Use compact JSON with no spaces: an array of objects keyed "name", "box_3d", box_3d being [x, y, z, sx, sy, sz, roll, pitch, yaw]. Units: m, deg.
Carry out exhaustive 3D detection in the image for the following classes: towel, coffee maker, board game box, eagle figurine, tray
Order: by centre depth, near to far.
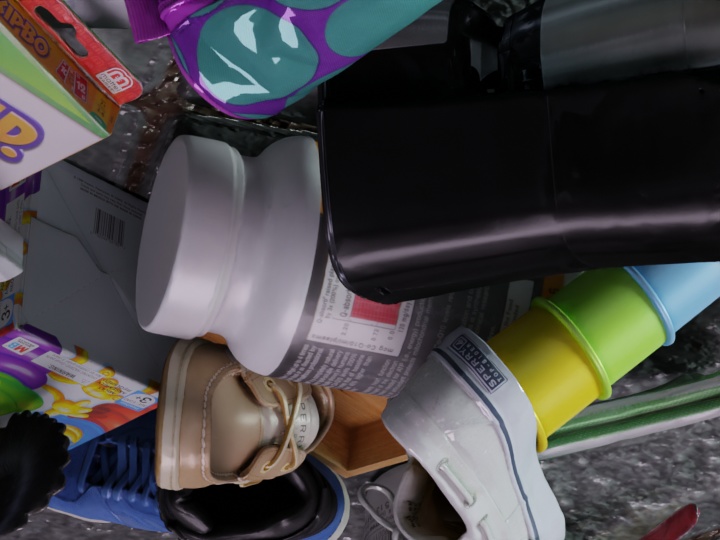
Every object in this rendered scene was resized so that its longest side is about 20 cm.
[{"name":"coffee maker","box_3d":[0.086,-0.039,1.226,0.199,0.193,0.135,-8,149,18]},{"name":"board game box","box_3d":[-0.199,-0.068,1.292,0.199,0.030,0.096,-26,125,28]},{"name":"eagle figurine","box_3d":[-0.220,0.153,1.420,0.199,0.151,0.152,2,140,17]},{"name":"board game box","box_3d":[-0.192,0.036,1.471,0.105,0.104,0.200,26,143,-36]},{"name":"towel","box_3d":[0.123,0.076,1.485,0.152,0.024,0.200,-15,178,-2]},{"name":"tray","box_3d":[-0.029,0.049,1.554,0.098,0.037,0.200,-18,144,33]}]

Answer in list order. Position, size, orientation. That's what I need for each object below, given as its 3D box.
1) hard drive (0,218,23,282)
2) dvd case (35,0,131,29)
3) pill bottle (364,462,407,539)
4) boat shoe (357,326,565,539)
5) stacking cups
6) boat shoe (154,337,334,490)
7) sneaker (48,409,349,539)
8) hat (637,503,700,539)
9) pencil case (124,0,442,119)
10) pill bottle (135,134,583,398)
[{"name":"hard drive","box_3d":[-0.248,-0.034,1.245,0.131,0.026,0.200,-8,157,18]},{"name":"dvd case","box_3d":[-0.157,-0.148,1.228,0.199,0.018,0.143,1,151,3]},{"name":"pill bottle","box_3d":[0.056,0.220,1.682,0.114,0.201,0.115,2,151,1]},{"name":"boat shoe","box_3d":[0.039,0.104,1.311,0.086,0.075,0.202,-39,157,-11]},{"name":"stacking cups","box_3d":[0.140,0.002,1.334,0.200,0.061,0.061,-37,154,-14]},{"name":"boat shoe","box_3d":[-0.053,0.069,1.418,0.069,0.074,0.200,6,-174,9]},{"name":"sneaker","box_3d":[-0.108,0.108,1.575,0.199,0.077,0.111,15,171,8]},{"name":"hat","box_3d":[0.107,0.186,1.777,0.199,0.166,0.177,-4,116,4]},{"name":"pencil case","box_3d":[0.003,-0.138,1.151,0.200,0.086,0.092,-33,159,37]},{"name":"pill bottle","box_3d":[0.000,0.000,1.379,0.199,0.117,0.116,11,150,-16]}]
